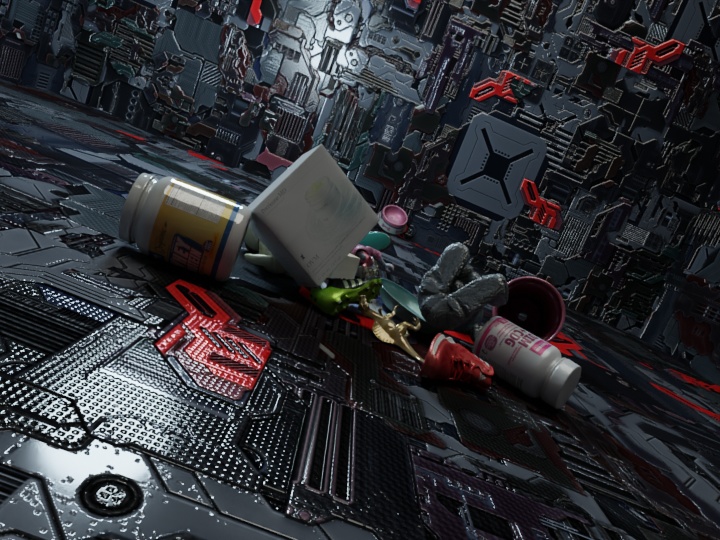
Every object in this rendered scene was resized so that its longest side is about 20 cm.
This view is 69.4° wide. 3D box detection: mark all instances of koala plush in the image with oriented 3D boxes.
[{"bbox_3d":[0.226,0.080,1.190,0.177,0.183,0.201,45,-7,32],"label":"koala plush"}]

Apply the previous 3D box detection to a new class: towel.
[{"bbox_3d":[-0.005,0.069,1.190,0.197,0.024,0.147,19,12,-21],"label":"towel"}]

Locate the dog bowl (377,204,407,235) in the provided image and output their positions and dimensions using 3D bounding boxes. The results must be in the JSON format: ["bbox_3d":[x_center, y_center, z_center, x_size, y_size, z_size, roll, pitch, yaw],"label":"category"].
[{"bbox_3d":[0.202,-0.318,3.190,0.196,0.074,0.203,12,51,-15],"label":"dog bowl"}]

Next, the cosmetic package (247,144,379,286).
[{"bbox_3d":[-0.103,-0.109,1.067,0.201,0.200,0.122,49,-20,-17],"label":"cosmetic package"}]

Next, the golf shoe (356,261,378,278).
[{"bbox_3d":[0.000,0.000,1.489,0.095,0.080,0.200,-2,9,6],"label":"golf shoe"}]

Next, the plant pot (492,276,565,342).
[{"bbox_3d":[0.486,0.130,1.540,0.197,0.203,0.179,24,-5,13],"label":"plant pot"}]

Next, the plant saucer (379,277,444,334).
[{"bbox_3d":[0.115,0.091,1.226,0.198,0.036,0.200,34,11,-8],"label":"plant saucer"}]

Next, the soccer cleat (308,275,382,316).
[{"bbox_3d":[-0.025,0.040,1.095,0.080,0.069,0.199,33,28,26],"label":"soccer cleat"}]

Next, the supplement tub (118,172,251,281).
[{"bbox_3d":[-0.308,-0.078,0.930,0.197,0.147,0.145,20,10,-12],"label":"supplement tub"}]

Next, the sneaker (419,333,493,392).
[{"bbox_3d":[0.182,0.170,0.931,0.114,0.080,0.199,25,11,20],"label":"sneaker"}]

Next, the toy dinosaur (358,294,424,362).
[{"bbox_3d":[0.071,0.125,1.038,0.100,0.059,0.200,-15,48,-46],"label":"toy dinosaur"}]

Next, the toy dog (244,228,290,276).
[{"bbox_3d":[-0.202,-0.066,1.215,0.192,0.142,0.199,-28,41,-27],"label":"toy dog"}]

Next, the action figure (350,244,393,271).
[{"bbox_3d":[-0.007,-0.046,1.322,0.132,0.152,0.200,-23,11,-16],"label":"action figure"}]

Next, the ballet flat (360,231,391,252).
[{"bbox_3d":[-0.007,-0.065,1.463,0.196,0.069,0.068,-10,-14,9],"label":"ballet flat"}]

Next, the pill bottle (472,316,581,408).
[{"bbox_3d":[0.341,0.188,1.074,0.199,0.115,0.112,31,13,38],"label":"pill bottle"}]

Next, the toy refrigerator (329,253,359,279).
[{"bbox_3d":[-0.096,-0.033,1.284,0.075,0.071,0.199,11,11,-43],"label":"toy refrigerator"}]
